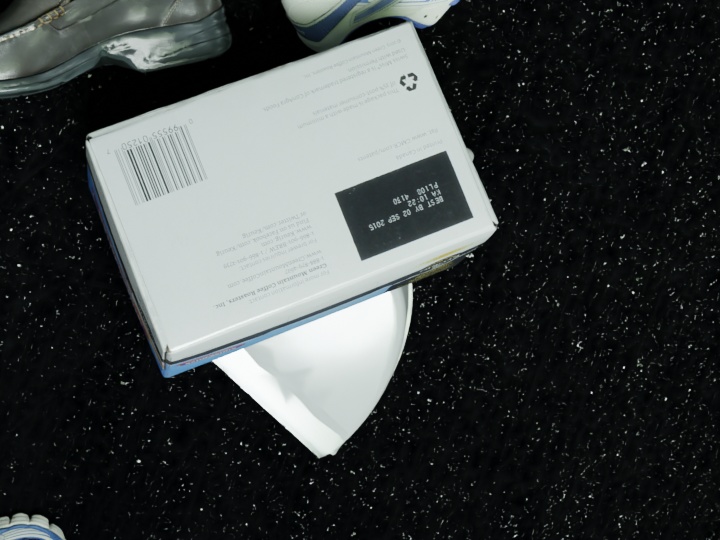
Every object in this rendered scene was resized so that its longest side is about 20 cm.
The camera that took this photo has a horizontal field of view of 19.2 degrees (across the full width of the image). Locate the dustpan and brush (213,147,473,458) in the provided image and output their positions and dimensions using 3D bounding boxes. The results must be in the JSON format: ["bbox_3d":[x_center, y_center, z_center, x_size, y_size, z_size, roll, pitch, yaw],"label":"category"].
[{"bbox_3d":[0.000,0.000,1.330,0.200,0.057,0.140,-44,105,9],"label":"dustpan and brush"}]

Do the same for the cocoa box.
[{"bbox_3d":[-0.044,-0.037,1.227,0.200,0.131,0.134,-21,84,-9],"label":"cocoa box"}]

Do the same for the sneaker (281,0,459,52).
[{"bbox_3d":[0.044,-0.193,1.260,0.200,0.075,0.088,-19,127,-3],"label":"sneaker"}]

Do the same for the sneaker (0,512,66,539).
[{"bbox_3d":[-0.266,0.222,1.303,0.200,0.089,0.079,-29,116,-5],"label":"sneaker"}]

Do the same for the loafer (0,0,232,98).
[{"bbox_3d":[-0.174,-0.142,1.207,0.200,0.073,0.072,-15,106,-23],"label":"loafer"}]
